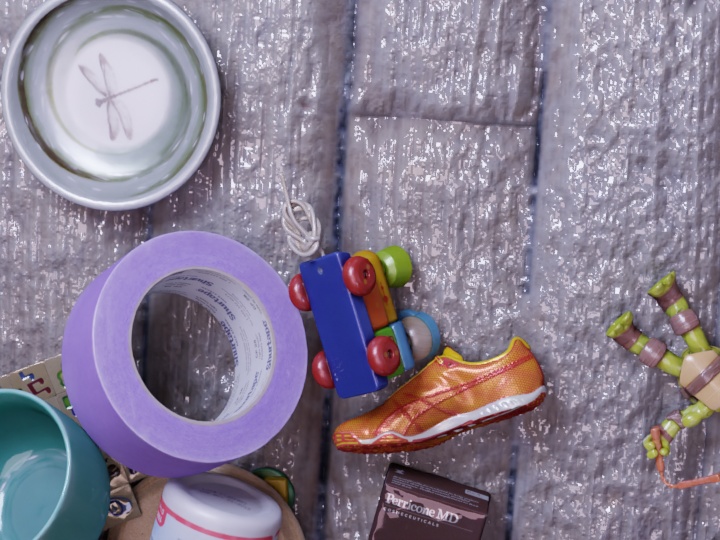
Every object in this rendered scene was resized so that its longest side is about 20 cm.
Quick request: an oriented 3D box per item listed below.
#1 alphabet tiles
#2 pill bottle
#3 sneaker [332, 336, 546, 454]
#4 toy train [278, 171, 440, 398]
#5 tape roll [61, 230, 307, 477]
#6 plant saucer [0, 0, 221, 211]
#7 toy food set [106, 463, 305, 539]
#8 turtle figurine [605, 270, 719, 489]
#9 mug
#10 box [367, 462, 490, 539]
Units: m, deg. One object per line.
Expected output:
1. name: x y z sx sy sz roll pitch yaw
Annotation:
1. alphabet tiles: -0.286 0.169 1.496 0.198 0.006 0.168 -20 102 -3
2. pill bottle: -0.144 0.289 1.470 0.108 0.109 0.202 17 100 3
3. sneaker: 0.067 0.115 1.498 0.198 0.073 0.078 -20 75 5
4. toy train: 0.000 0.000 1.458 0.084 0.115 0.202 -16 91 42
5. tape roll: -0.151 0.073 1.439 0.198 0.085 0.202 8 72 -26
6. plant saucer: -0.217 -0.156 1.482 0.198 0.050 0.203 1 100 6
7. toy food set: -0.139 0.272 1.547 0.196 0.049 0.202 2 99 6
8. turtle figurine: 0.305 0.080 1.458 0.200 0.064 0.161 -44 85 20
9. mug: -0.299 0.203 1.420 0.151 0.114 0.186 34 82 26
10. box: 0.045 0.289 1.518 0.099 0.075 0.202 16 99 4
